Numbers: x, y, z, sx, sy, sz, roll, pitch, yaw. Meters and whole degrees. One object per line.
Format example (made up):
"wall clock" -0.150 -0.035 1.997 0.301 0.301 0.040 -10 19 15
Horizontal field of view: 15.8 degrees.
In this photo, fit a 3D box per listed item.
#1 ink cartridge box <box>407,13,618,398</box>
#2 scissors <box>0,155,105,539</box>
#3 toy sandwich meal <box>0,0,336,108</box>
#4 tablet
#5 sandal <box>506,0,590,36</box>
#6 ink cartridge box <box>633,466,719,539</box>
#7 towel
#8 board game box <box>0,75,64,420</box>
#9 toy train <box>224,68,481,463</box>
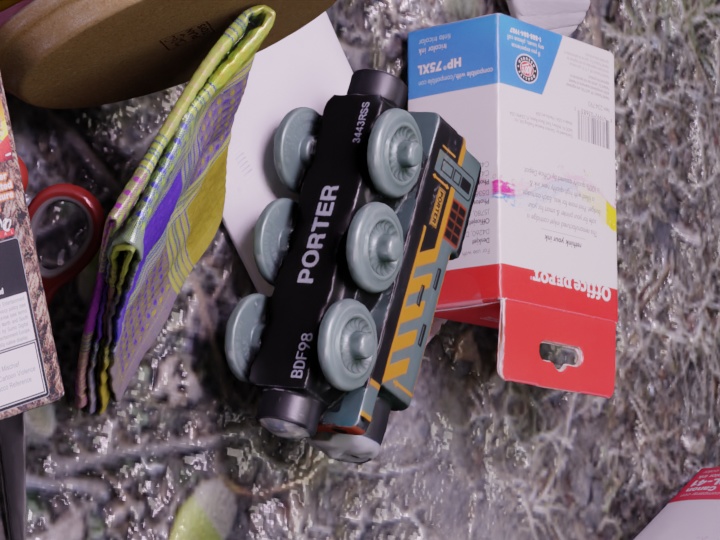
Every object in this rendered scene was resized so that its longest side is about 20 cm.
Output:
"ink cartridge box" 0.085 -0.031 1.439 0.116 0.067 0.200 12 75 -50
"scissors" -0.168 0.044 1.201 0.014 0.073 0.200 -63 167 -77
"toy sandwich meal" -0.093 -0.134 1.168 0.205 0.205 0.070 -11 77 -47
"tablet" -0.018 -0.029 1.378 0.130 0.014 0.200 -46 121 -39
"sandal" 0.083 -0.219 1.475 0.079 0.059 0.207 -32 133 -27
"ink cartridge box" 0.209 0.228 1.559 0.200 0.086 0.148 -36 115 -41
"towel" -0.087 -0.025 1.203 0.023 0.200 0.144 27 62 3
"board game box" -0.230 -0.022 1.081 0.159 0.097 0.200 -18 101 -47
"toy train" 0.000 0.000 1.330 0.114 0.085 0.200 38 61 -51
